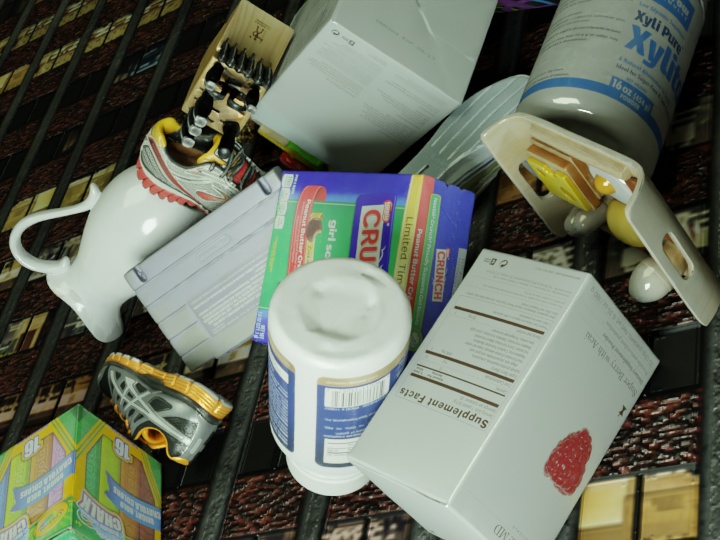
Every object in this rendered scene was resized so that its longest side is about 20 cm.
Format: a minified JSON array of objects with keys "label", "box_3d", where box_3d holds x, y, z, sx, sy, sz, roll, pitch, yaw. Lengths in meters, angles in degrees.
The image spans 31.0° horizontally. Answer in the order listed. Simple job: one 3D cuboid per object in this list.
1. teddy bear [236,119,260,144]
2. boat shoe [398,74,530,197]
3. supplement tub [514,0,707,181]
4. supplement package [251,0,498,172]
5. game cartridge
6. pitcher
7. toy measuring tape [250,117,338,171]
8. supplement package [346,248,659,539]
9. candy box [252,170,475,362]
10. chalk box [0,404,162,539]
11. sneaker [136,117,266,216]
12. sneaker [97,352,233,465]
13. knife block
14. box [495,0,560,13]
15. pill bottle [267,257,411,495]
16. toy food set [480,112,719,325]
[{"label":"teddy bear","box_3d":[-0.104,-0.204,1.548,0.145,0.067,0.200,-43,36,-2]},{"label":"boat shoe","box_3d":[0.101,-0.104,1.247,0.200,0.062,0.072,-41,45,6]},{"label":"supplement tub","box_3d":[0.220,-0.176,1.143,0.131,0.132,0.201,-3,53,43]},{"label":"supplement package","box_3d":[0.011,-0.218,1.320,0.200,0.151,0.151,-36,28,55]},{"label":"game cartridge","box_3d":[-0.127,0.002,1.318,0.199,0.130,0.038,-33,10,16]},{"label":"pitcher","box_3d":[-0.276,-0.041,1.435,0.200,0.171,0.122,-45,21,23]},{"label":"toy measuring tape","box_3d":[-0.084,-0.158,1.447,0.200,0.074,0.074,35,80,25]},{"label":"supplement package","box_3d":[0.110,0.105,0.979,0.119,0.121,0.201,16,67,50]},{"label":"candy box","box_3d":[0.000,0.000,1.182,0.199,0.077,0.170,6,85,47]},{"label":"chalk box","box_3d":[-0.268,0.253,1.208,0.123,0.124,0.201,-32,38,17]},{"label":"sneaker","box_3d":[-0.138,-0.091,1.339,0.082,0.199,0.078,112,-178,-50]},{"label":"sneaker","box_3d":[-0.213,0.138,1.311,0.199,0.078,0.078,10,71,50]},{"label":"knife block","box_3d":[-0.141,-0.175,1.315,0.176,0.064,0.200,-65,14,-19]},{"label":"box","box_3d":[0.149,-0.304,1.335,0.199,0.142,0.036,2,84,47]},{"label":"pill bottle","box_3d":[-0.019,0.093,1.046,0.110,0.201,0.112,2,49,-2]},{"label":"toy food set","box_3d":[0.186,-0.040,1.030,0.060,0.144,0.200,-47,36,-4]}]
